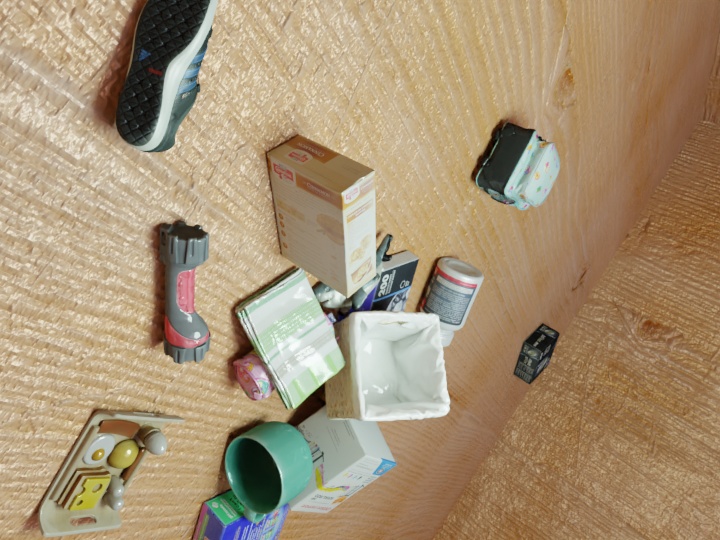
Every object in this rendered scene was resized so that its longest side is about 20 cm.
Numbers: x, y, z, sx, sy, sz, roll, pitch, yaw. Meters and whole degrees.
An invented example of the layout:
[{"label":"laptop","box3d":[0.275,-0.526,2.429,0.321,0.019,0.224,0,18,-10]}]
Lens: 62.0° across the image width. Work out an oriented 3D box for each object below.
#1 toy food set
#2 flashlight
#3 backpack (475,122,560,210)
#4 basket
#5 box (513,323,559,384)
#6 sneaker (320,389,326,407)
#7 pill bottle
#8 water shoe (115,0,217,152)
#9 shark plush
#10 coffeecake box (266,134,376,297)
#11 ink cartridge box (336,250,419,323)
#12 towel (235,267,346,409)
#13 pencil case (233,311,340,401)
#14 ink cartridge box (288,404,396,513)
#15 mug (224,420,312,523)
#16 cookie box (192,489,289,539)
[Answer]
[{"label":"toy food set","box3d":[-0.362,0.298,0.889,0.201,0.060,0.143,-60,150,0]},{"label":"flashlight","box3d":[-0.238,0.034,0.831,0.067,0.068,0.201,-21,134,-45]},{"label":"backpack","box3d":[0.384,-0.237,1.431,0.177,0.153,0.200,-66,156,2]},{"label":"basket","box3d":[0.044,0.193,1.169,0.197,0.161,0.202,3,73,-28]},{"label":"box","box3d":[0.744,0.353,2.537,0.163,0.086,0.201,-31,140,-38]},{"label":"sneaker","box3d":[-0.051,0.317,1.366,0.082,0.078,0.201,-28,137,-18]},{"label":"pill bottle","box3d":[0.215,0.080,1.488,0.119,0.119,0.201,-8,123,-53]},{"label":"water shoe","box3d":[-0.210,-0.228,0.663,0.201,0.071,0.079,-64,177,5]},{"label":"shark plush","box3d":[0.000,0.000,1.145,0.200,0.083,0.091,-46,-174,-10]},{"label":"coffeecake box","box3d":[-0.055,-0.081,0.913,0.073,0.153,0.201,-38,144,-32]},{"label":"ink cartridge box","box3d":[0.033,0.069,1.286,0.199,0.043,0.199,-17,130,-47]},{"label":"towel","box3d":[-0.110,0.114,1.023,0.149,0.031,0.201,-35,107,-34]},{"label":"pencil case","box3d":[-0.130,0.147,1.073,0.200,0.087,0.088,-33,141,-35]},{"label":"ink cartridge box","box3d":[-0.060,0.391,1.260,0.200,0.145,0.147,-37,144,10]},{"label":"mug","box3d":[-0.176,0.377,1.156,0.185,0.153,0.114,-43,165,34]},{"label":"cookie box","box3d":[-0.247,0.532,1.249,0.199,0.075,0.172,-7,123,-54]}]
